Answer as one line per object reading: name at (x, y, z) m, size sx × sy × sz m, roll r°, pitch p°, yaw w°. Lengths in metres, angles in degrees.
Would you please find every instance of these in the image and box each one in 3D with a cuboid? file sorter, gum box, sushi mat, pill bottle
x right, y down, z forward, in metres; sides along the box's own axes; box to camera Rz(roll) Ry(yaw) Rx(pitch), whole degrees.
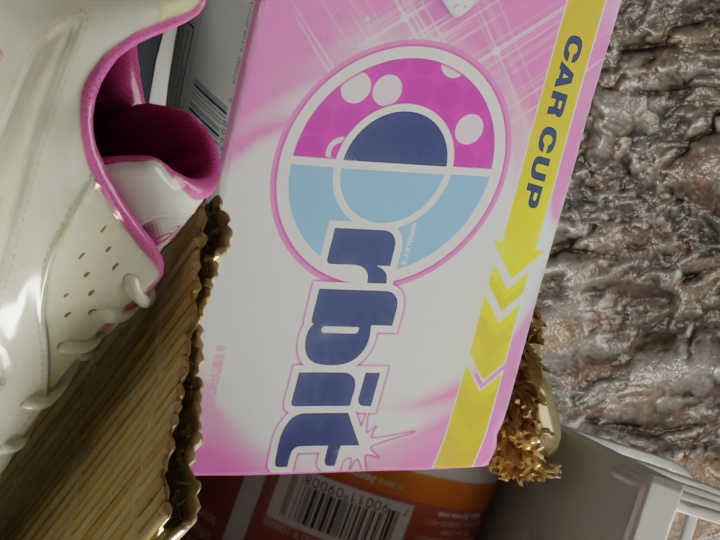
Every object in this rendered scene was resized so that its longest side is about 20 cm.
file sorter at (0.101, 0.140, 0.914) m, size 0.200 × 0.124 × 0.140 m, roll -157°, pitch -94°, yaw -71°
gum box at (-0.003, -0.034, 0.695) m, size 0.066 × 0.113 × 0.201 m, roll 44°, pitch -55°, yaw 53°
sushi mat at (-0.083, 0.073, 0.562) m, size 0.200 × 0.012 × 0.096 m, roll -49°, pitch -156°, yaw 39°
pill bottle at (-0.029, 0.138, 0.916) m, size 0.112 × 0.112 × 0.201 m, roll -94°, pitch -156°, yaw -81°

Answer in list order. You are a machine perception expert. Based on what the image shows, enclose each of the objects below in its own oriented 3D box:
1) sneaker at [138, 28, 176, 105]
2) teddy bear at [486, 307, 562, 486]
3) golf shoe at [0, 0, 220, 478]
sneaker at (-0.081, -0.049, 0.654) m, size 0.200 × 0.079 × 0.130 m, roll 82°, pitch 17°, yaw -47°
teddy bear at (0.000, 0.000, 0.848) m, size 0.200 × 0.067 × 0.145 m, roll 41°, pitch 19°, yaw -36°
golf shoe at (-0.079, 0.005, 0.512) m, size 0.075 × 0.091 × 0.201 m, roll -88°, pitch -174°, yaw -59°
